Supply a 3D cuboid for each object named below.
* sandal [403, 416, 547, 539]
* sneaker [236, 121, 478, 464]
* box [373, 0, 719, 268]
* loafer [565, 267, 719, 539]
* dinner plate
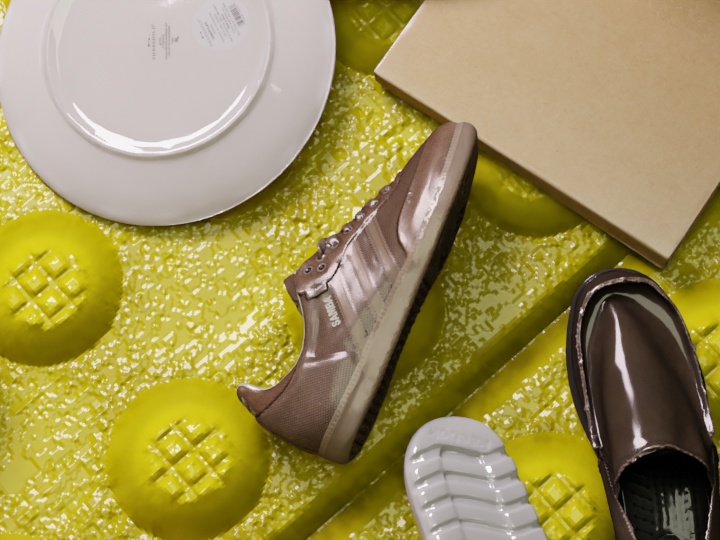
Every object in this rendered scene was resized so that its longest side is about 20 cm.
[{"bbox_3d":[0.067,0.174,0.931,0.082,0.050,0.204,0,60,-13],"label":"sandal"},{"bbox_3d":[0.000,0.000,0.970,0.075,0.070,0.201,22,75,9],"label":"sneaker"},{"bbox_3d":[0.132,-0.120,1.025,0.199,0.021,0.164,33,77,10],"label":"box"},{"bbox_3d":[0.157,0.090,0.938,0.073,0.071,0.201,-12,74,-2],"label":"loafer"},{"bbox_3d":[-0.113,-0.125,1.022,0.199,0.024,0.202,-1,78,6],"label":"dinner plate"}]
